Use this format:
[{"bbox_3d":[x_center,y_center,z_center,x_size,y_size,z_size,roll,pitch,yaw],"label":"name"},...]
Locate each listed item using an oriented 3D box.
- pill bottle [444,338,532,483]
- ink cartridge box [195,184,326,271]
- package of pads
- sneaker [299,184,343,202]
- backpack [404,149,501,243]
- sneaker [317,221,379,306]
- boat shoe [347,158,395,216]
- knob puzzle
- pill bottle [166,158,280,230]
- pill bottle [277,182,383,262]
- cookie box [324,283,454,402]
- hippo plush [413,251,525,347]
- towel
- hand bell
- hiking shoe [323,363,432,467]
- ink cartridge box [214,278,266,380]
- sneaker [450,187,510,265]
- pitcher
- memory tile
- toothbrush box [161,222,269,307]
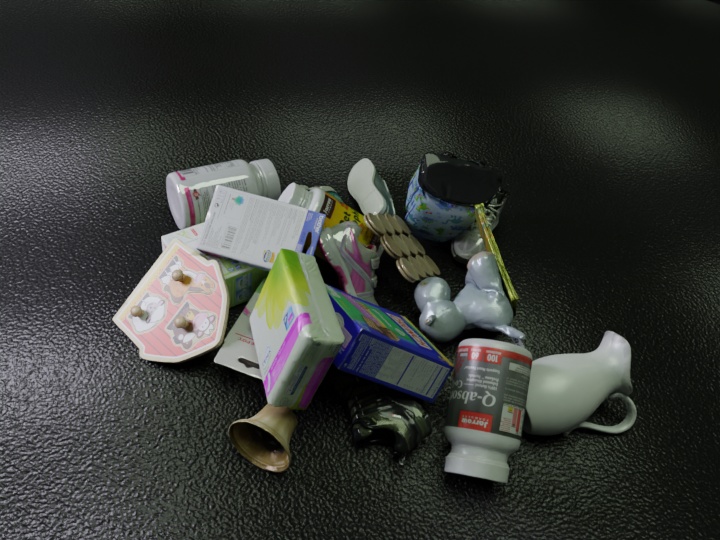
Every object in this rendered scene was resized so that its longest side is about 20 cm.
[{"bbox_3d":[0.191,0.212,1.117,0.116,0.116,0.200,11,75,0],"label":"pill bottle"},{"bbox_3d":[-0.167,-0.063,1.255,0.200,0.042,0.120,15,79,9],"label":"ink cartridge box"},{"bbox_3d":[-0.100,0.089,1.094,0.068,0.155,0.200,11,36,-27],"label":"package of pads"},{"bbox_3d":[-0.096,-0.119,1.438,0.200,0.078,0.080,-17,61,-49],"label":"sneaker"},{"bbox_3d":[0.160,-0.138,1.440,0.163,0.200,0.154,14,86,-12],"label":"backpack"},{"bbox_3d":[0.000,0.000,1.286,0.088,0.200,0.081,-29,22,-6],"label":"sneaker"},{"bbox_3d":[0.026,-0.161,1.549,0.062,0.073,0.200,38,21,-37],"label":"boat shoe"},{"bbox_3d":[-0.297,0.062,1.197,0.219,0.030,0.220,-7,68,18],"label":"knob puzzle"},{"bbox_3d":[-0.264,-0.152,1.431,0.200,0.113,0.113,-16,51,-24],"label":"pill bottle"},{"bbox_3d":[-0.059,-0.077,1.350,0.200,0.109,0.109,31,41,-21],"label":"pill bottle"},{"bbox_3d":[0.023,0.111,1.161,0.200,0.075,0.171,25,11,-36],"label":"cookie box"},{"bbox_3d":[0.181,0.076,1.302,0.161,0.159,0.200,-18,65,4],"label":"hippo plush"},{"bbox_3d":[0.246,-0.020,1.326,0.018,0.086,0.200,-18,64,5],"label":"towel"},{"bbox_3d":[-0.104,0.197,1.130,0.104,0.104,0.200,24,46,13],"label":"hand bell"},{"bbox_3d":[0.010,0.218,1.151,0.200,0.076,0.101,30,50,22],"label":"hiking shoe"},{"bbox_3d":[-0.151,0.116,1.224,0.117,0.067,0.200,20,45,8],"label":"ink cartridge box"},{"bbox_3d":[0.241,-0.105,1.483,0.076,0.115,0.201,22,46,10],"label":"sneaker"},{"bbox_3d":[0.351,0.212,1.202,0.200,0.172,0.121,-21,8,-11],"label":"pitcher"},{"bbox_3d":[0.078,-0.044,1.363,0.153,0.017,0.200,54,19,10],"label":"memory tile"},{"bbox_3d":[-0.234,-0.019,1.327,0.200,0.086,0.146,-22,54,-27],"label":"toothbrush box"}]
